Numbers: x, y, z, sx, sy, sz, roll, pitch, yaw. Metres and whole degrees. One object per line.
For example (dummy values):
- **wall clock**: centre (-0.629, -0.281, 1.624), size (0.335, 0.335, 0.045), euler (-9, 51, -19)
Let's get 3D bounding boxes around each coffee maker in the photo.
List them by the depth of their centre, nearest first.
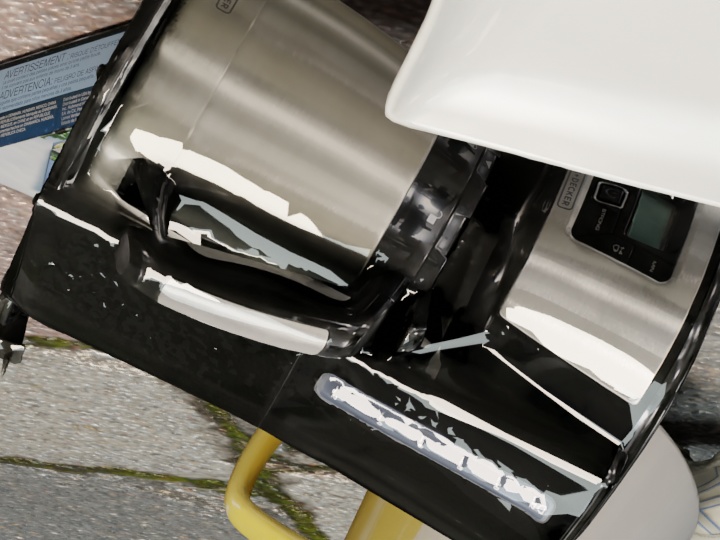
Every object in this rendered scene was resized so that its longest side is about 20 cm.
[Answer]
- **coffee maker**: centre (0.000, 0.000, 0.849), size (0.200, 0.135, 0.192), euler (29, 158, -3)

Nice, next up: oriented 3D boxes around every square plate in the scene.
- **square plate**: centre (0.115, -0.057, 0.642), size (0.198, 0.029, 0.200), euler (14, 162, -3)

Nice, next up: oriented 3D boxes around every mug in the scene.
- **mug**: centre (0.043, 0.136, 1.231), size (0.186, 0.153, 0.150), euler (4, 135, 40)

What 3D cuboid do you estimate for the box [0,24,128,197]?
- **box**: centre (-0.035, -0.035, 1.007), size (0.200, 0.038, 0.136), euler (24, 156, -39)

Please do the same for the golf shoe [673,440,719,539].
- **golf shoe**: centre (0.187, 0.128, 1.306), size (0.200, 0.097, 0.078), euler (-3, 157, 29)
